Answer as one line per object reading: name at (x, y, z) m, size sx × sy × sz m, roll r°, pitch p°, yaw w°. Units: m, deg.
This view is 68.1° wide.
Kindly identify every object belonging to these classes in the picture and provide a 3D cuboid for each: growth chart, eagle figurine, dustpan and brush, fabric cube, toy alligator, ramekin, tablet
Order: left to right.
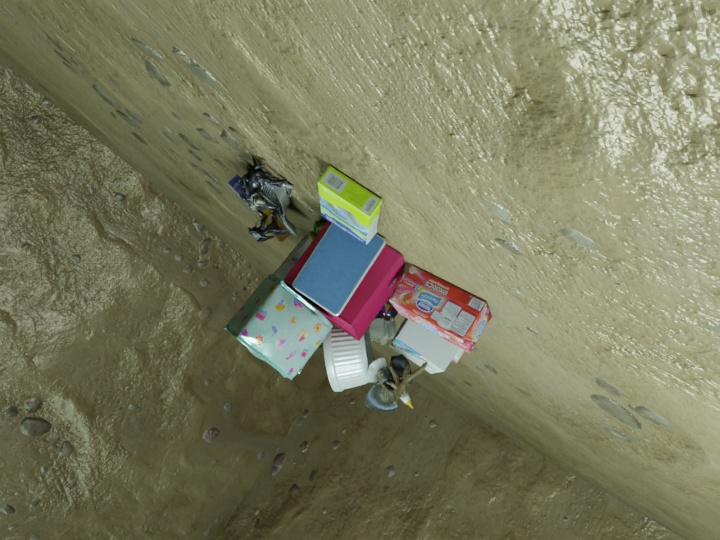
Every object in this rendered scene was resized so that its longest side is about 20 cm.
dustpan and brush at (-0.215, -0.168, 1.380) m, size 0.139 × 0.057 × 0.200 m, roll 21°, pitch 162°, yaw 51°
toy alligator at (-0.102, -0.104, 1.350) m, size 0.200 × 0.059 × 0.054 m, roll 108°, pitch 147°, yaw -78°
tablet at (-0.047, -0.015, 1.169) m, size 0.130 × 0.200 × 0.014 m, roll 32°, pitch 177°, yaw 14°
fabric cube at (-0.032, 0.021, 1.277) m, size 0.200 × 0.200 × 0.196 m, roll 32°, pitch 167°, yaw 13°
ramekin at (-0.028, 0.214, 1.412) m, size 0.105 × 0.201 × 0.200 m, roll -8°, pitch 160°, yaw 5°
growth chart at (0.008, 0.165, 1.511) m, size 0.199 × 0.018 × 0.145 m, roll 6°, pitch 141°, yaw -1°
eagle figurine at (0.086, 0.298, 1.384) m, size 0.151 × 0.151 × 0.200 m, roll -6°, pitch 172°, yaw -9°

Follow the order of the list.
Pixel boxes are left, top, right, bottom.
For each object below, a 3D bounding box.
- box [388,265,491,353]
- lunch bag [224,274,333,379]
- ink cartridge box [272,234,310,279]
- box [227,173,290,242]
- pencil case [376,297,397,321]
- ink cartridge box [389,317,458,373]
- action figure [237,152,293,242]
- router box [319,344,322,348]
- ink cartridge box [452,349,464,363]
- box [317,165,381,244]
box at (0.177, 0.085, 1.186) m, size 0.200 × 0.100 × 0.096 m, roll 28°, pitch 166°, yaw 31°
lunch bag at (-0.176, 0.134, 1.216) m, size 0.200 × 0.170 × 0.122 m, roll 44°, pitch 165°, yaw -29°
ink cartridge box at (-0.188, -0.009, 1.607) m, size 0.085 × 0.200 × 0.145 m, roll 42°, pitch 167°, yaw -12°
box at (-0.269, -0.167, 1.394) m, size 0.119 × 0.041 × 0.200 m, roll 44°, pitch 175°, yaw 37°
pencil case at (0.014, 0.083, 1.520) m, size 0.200 × 0.089 × 0.088 m, roll 29°, pitch 169°, yaw -4°
ink cartridge box at (0.180, 0.173, 1.419) m, size 0.147 × 0.145 × 0.200 m, roll 33°, pitch 168°, yaw 4°
action figure at (-0.225, -0.171, 1.246) m, size 0.119 × 0.200 × 0.102 m, roll -21°, pitch 165°, yaw 37°
router box at (-0.151, 0.147, 1.452) m, size 0.052 × 0.158 × 0.200 m, roll 32°, pitch -164°, yaw 26°
ink cartridge box at (0.222, 0.212, 1.650) m, size 0.116 × 0.068 × 0.200 m, roll 39°, pitch 168°, yaw -20°
box at (-0.022, -0.121, 1.058) m, size 0.122 × 0.048 × 0.200 m, roll 34°, pitch 168°, yaw 7°
